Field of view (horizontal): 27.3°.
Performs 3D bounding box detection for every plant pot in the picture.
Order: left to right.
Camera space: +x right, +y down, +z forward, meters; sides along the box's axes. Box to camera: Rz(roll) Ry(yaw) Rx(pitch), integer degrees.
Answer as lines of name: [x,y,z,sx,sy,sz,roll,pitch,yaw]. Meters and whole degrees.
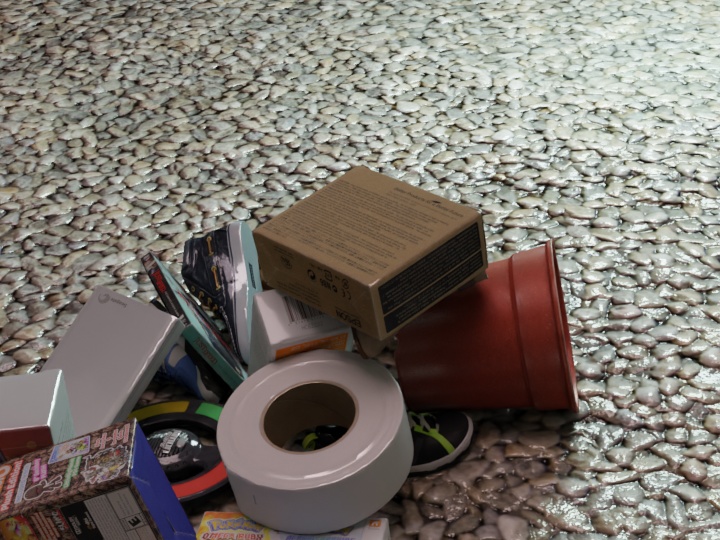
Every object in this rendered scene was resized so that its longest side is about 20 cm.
plant pot: [0.141,0.077,1.710,0.194,0.202,0.201,-9,28,9]

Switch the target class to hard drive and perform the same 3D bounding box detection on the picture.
hard drive: [-0.304,0.121,1.688,0.131,0.027,0.201,20,68,31]

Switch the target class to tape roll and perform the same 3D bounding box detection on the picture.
tape roll: [-0.048,0.176,1.542,0.201,0.071,0.203,-8,40,6]

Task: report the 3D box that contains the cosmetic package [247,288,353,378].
cosmetic package: [-0.070,0.094,1.682,0.101,0.200,0.072,-14,62,-13]

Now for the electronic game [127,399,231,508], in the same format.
electronic game: [-0.217,0.207,1.673,0.198,0.042,0.200,-4,29,2]

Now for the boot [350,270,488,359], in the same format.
boot: [0.066,0.019,1.605,0.145,0.071,0.200,-17,26,11]

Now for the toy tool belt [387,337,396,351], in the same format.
toy tool belt: [0.023,0.036,1.858,0.198,0.126,0.123,-5,21,2]

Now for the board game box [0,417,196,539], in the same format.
board game box: [-0.278,0.259,1.424,0.199,0.160,0.097,-18,28,6]

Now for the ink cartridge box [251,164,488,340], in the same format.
ink cartridge box: [0.010,-0.023,1.570,0.164,0.076,0.199,-32,36,-29]

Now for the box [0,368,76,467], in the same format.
box: [-0.367,0.218,1.513,0.151,0.201,0.107,-6,29,-1]

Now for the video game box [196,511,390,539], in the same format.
video game box: [-0.079,0.312,1.460,0.198,0.047,0.182,0,27,10]

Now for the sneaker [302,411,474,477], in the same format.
sneaker: [0.035,0.182,1.632,0.199,0.083,0.072,-15,31,-17]

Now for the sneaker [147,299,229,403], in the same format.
sneaker: [-0.229,0.116,1.827,0.077,0.076,0.200,-42,41,-8]

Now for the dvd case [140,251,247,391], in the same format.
dvd case: [-0.199,0.070,1.820,0.022,0.146,0.200,-39,33,-1]

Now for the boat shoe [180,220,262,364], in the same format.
boat shoe: [-0.174,0.038,1.898,0.090,0.071,0.201,-17,60,16]

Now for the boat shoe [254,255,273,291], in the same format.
boat shoe: [-0.052,-0.014,1.963,0.199,0.074,0.076,-14,31,-10]
